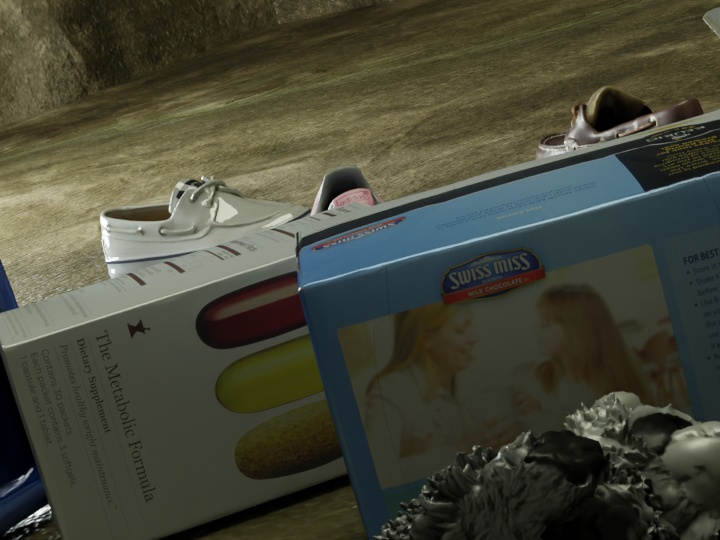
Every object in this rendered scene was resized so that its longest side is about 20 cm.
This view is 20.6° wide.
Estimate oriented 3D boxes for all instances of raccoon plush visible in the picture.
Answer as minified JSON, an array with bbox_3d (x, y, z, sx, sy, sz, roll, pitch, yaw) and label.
[{"bbox_3d":[0.039,0.098,0.678,0.199,0.097,0.134,-13,4,14],"label":"raccoon plush"}]

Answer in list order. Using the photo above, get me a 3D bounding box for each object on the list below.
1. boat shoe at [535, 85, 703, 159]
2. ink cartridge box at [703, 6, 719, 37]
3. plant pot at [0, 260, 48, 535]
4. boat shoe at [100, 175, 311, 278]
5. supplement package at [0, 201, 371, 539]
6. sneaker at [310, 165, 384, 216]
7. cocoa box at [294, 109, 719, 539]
[{"bbox_3d":[0.187,-0.100,1.433,0.072,0.072,0.200,-20,12,-21],"label":"boat shoe"},{"bbox_3d":[0.304,-0.094,1.082,0.175,0.084,0.200,-16,31,-4],"label":"ink cartridge box"},{"bbox_3d":[-0.293,0.068,0.997,0.179,0.201,0.200,-14,11,39],"label":"plant pot"},{"bbox_3d":[-0.125,-0.040,1.572,0.199,0.070,0.071,-8,14,35],"label":"boat shoe"},{"bbox_3d":[-0.066,0.049,0.966,0.199,0.114,0.110,-19,10,-11],"label":"supplement package"},{"bbox_3d":[0.000,0.000,1.155,0.070,0.082,0.200,-12,21,-8],"label":"sneaker"},{"bbox_3d":[0.084,0.028,0.820,0.199,0.134,0.131,-15,12,1],"label":"cocoa box"}]
